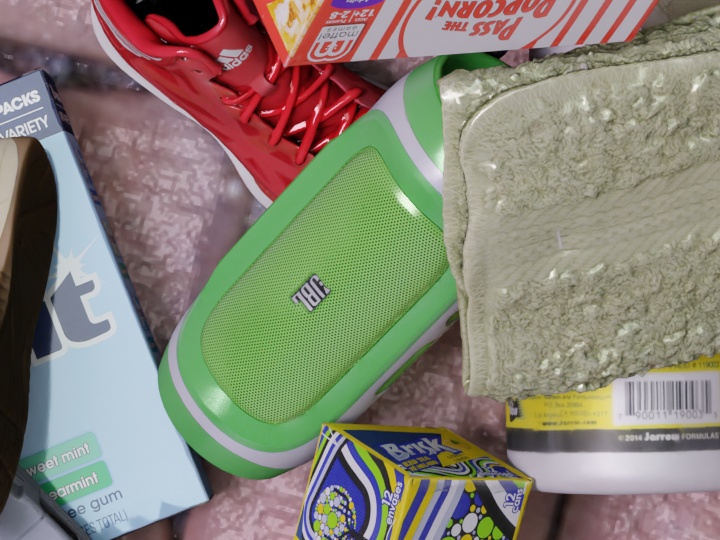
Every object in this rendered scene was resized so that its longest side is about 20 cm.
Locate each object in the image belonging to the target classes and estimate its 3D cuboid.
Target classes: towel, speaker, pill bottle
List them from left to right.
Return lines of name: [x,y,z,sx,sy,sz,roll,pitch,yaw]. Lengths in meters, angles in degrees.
speaker: [0.000,0.000,1.141,0.088,0.088,0.200,45,123,2]
pill bottle: [0.115,-0.009,1.167,0.112,0.112,0.201,-1,88,1]
towel: [0.127,-0.028,1.065,0.199,0.037,0.149,-14,120,-10]

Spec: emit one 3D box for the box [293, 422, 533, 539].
box: [0.003,0.168,1.157,0.070,0.064,0.201,4,105,-38]

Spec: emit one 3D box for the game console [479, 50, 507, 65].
game console: [0.031,-0.206,1.170,0.170,0.118,0.201,29,89,1]

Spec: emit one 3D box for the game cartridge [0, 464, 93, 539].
game cartridge: [-0.143,0.180,1.180,0.133,0.042,0.200,-39,106,8]

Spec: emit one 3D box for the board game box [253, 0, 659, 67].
board game box: [0.008,-0.169,1.014,0.151,0.046,0.201,-6,57,-31]

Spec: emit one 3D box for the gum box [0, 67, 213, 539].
gum box: [-0.178,0.037,1.207,0.169,0.045,0.201,-22,89,0]

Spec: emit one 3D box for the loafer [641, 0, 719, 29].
loafer: [0.176,-0.085,1.112,0.200,0.068,0.076,41,53,-22]

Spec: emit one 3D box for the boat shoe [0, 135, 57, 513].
boat shoe: [-0.172,0.033,1.125,0.065,0.072,0.201,1,58,10]

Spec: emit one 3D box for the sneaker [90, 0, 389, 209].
sneaker: [-0.037,-0.069,1.170,0.200,0.116,0.079,31,91,3]
